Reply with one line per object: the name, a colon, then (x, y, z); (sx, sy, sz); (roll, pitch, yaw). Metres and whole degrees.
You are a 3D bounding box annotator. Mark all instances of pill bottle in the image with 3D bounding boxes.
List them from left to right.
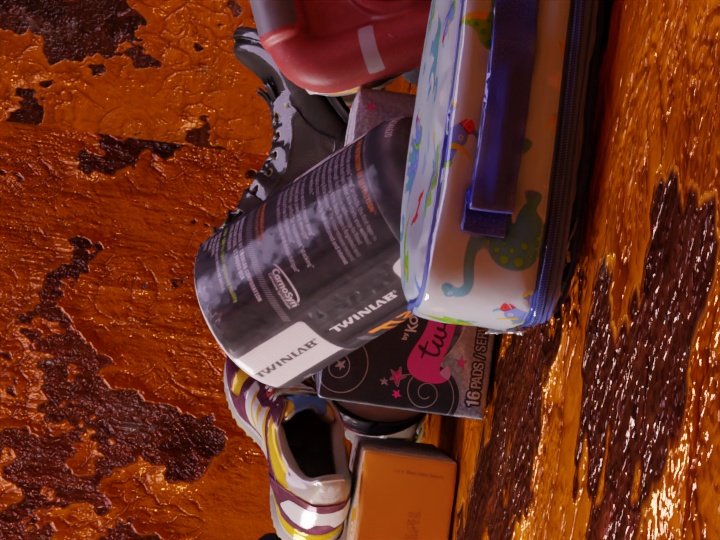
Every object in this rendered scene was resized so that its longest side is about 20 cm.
pill bottle: (0.006, -0.020, 0.987); (0.199, 0.106, 0.107); (-31, 32, 28)
pill bottle: (0.018, 0.065, 1.334); (0.200, 0.115, 0.117); (106, 171, -79)

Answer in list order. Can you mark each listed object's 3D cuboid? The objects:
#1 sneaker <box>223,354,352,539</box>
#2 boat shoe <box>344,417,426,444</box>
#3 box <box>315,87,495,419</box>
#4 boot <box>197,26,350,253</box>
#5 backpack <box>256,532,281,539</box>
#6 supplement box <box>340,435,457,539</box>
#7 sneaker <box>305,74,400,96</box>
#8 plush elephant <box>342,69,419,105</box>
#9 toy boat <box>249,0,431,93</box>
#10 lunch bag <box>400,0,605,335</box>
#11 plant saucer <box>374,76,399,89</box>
sneaker: (-0.049, 0.108, 1.281); (0.090, 0.074, 0.201); (106, 147, -45)
boat shoe: (0.031, 0.136, 1.529); (0.061, 0.072, 0.202); (57, 162, 1)
box: (0.035, -0.013, 1.126); (0.132, 0.114, 0.202); (-130, 46, -88)
boot: (-0.069, -0.076, 1.313); (0.174, 0.200, 0.069); (-51, -20, 4)
backpack: (-0.041, 0.337, 1.339); (0.200, 0.154, 0.163); (51, 177, -24)
supplement box: (0.023, 0.197, 1.303); (0.200, 0.073, 0.127); (122, 155, -86)
sneaker: (0.042, -0.181, 1.129); (0.079, 0.199, 0.077); (57, -173, 9)
plush elephant: (0.031, -0.215, 1.375); (0.200, 0.153, 0.166); (101, 176, -58)
toy boat: (0.015, -0.194, 1.028); (0.131, 0.199, 0.132); (10, -117, -73)
lunch bag: (0.068, -0.070, 0.832); (0.161, 0.082, 0.202); (109, 168, -86)
plant saucer: (-0.004, -0.234, 1.241); (0.200, 0.050, 0.202); (-8, 80, 60)
